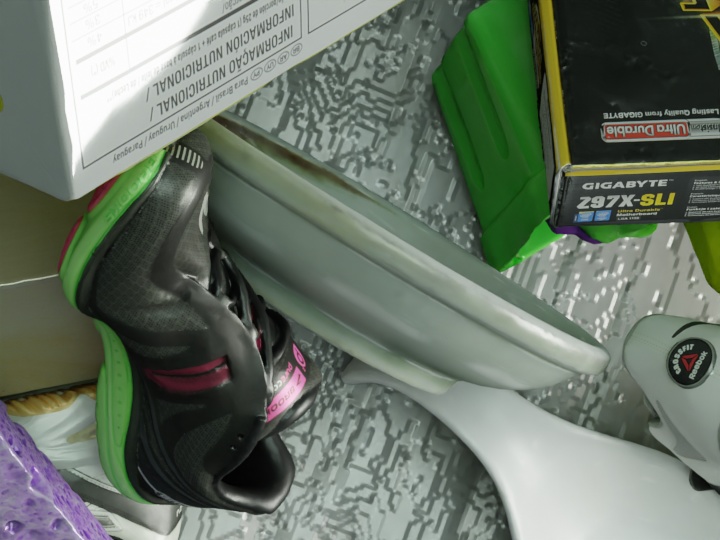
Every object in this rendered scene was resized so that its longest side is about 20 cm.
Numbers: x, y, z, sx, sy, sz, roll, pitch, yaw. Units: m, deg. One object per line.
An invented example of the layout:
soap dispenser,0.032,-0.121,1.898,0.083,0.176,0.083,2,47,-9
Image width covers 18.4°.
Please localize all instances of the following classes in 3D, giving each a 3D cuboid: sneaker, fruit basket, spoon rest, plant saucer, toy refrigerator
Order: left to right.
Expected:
toy refrigerator,-0.166,0.008,0.862,0.200,0.070,0.076,-11,47,-10
sneaker,-0.165,0.097,0.871,0.200,0.076,0.088,-9,95,-8
sneaker,-0.053,0.018,0.788,0.084,0.200,0.077,16,56,15
plant saucer,0.000,0.000,0.856,0.200,0.200,0.050,30,95,-9
spoon rest,0.081,0.095,0.934,0.200,0.061,0.099,41,78,-6
fruit basket,0.154,-0.051,0.913,0.216,0.156,0.216,2,78,-8
sneaker,0.167,0.063,0.921,0.089,0.200,0.074,28,80,33

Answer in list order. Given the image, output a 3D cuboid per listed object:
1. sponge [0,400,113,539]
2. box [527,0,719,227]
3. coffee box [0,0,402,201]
sponge,-0.155,0.113,0.835,0.112,0.030,0.200,-30,119,7
box,0.164,-0.099,0.840,0.200,0.049,0.160,-2,62,-2
coffee box,-0.103,-0.173,0.729,0.200,0.200,0.198,-36,136,-38
